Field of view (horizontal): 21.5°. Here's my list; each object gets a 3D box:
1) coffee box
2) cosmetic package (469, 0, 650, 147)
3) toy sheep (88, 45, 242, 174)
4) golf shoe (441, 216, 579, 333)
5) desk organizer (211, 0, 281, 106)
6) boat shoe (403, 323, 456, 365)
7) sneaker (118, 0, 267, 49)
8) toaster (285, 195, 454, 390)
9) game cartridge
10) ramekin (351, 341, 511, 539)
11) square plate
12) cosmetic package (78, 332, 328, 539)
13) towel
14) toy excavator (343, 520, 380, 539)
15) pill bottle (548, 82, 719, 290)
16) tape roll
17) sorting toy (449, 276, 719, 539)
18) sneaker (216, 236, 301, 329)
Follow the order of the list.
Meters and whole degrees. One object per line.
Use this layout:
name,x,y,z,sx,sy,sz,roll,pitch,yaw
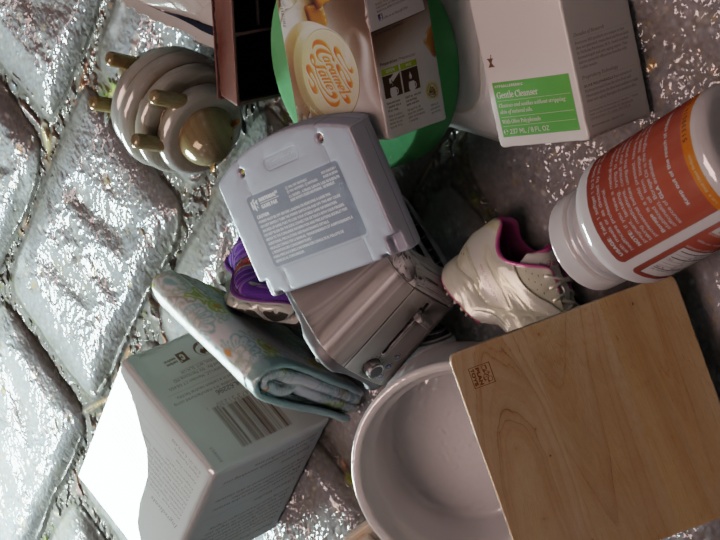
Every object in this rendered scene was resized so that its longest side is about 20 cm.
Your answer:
coffee box,-0.005,-0.217,1.598,0.114,0.079,0.202,6,111,45
cosmetic package,0.155,-0.210,1.538,0.107,0.084,0.202,-3,105,51
toy sheep,-0.193,-0.165,1.908,0.200,0.137,0.139,45,136,40
golf shoe,0.161,0.035,1.650,0.200,0.075,0.092,42,116,17
desk organizer,-0.099,-0.259,1.773,0.077,0.071,0.202,-142,47,-70
boat shoe,0.013,0.050,1.822,0.199,0.068,0.057,8,112,48
sneaker,-0.168,-0.282,1.883,0.199,0.076,0.081,24,116,31
toaster,0.000,0.000,1.743,0.129,0.113,0.201,-42,49,15
game cartridge,-0.040,-0.060,1.624,0.199,0.041,0.134,-18,100,50
ramekin,0.095,0.161,1.689,0.198,0.098,0.203,2,107,7
square plate,0.059,-0.222,1.681,0.197,0.028,0.202,17,118,42
cosmetic package,-0.169,0.188,2.004,0.166,0.167,0.201,47,135,22
towel,-0.101,0.079,1.876,0.171,0.200,0.048,37,95,32
toy excavator,0.055,0.341,1.856,0.201,0.099,0.194,55,-178,1
pill bottle,0.241,-0.058,1.486,0.200,0.112,0.113,-32,82,49
tape roll,0.002,-0.189,1.702,0.199,0.048,0.203,21,121,41
sorting toy,0.197,0.130,1.578,0.070,0.197,0.202,13,-122,-89
sneaker,-0.094,-0.002,1.866,0.084,0.080,0.200,-69,23,12
